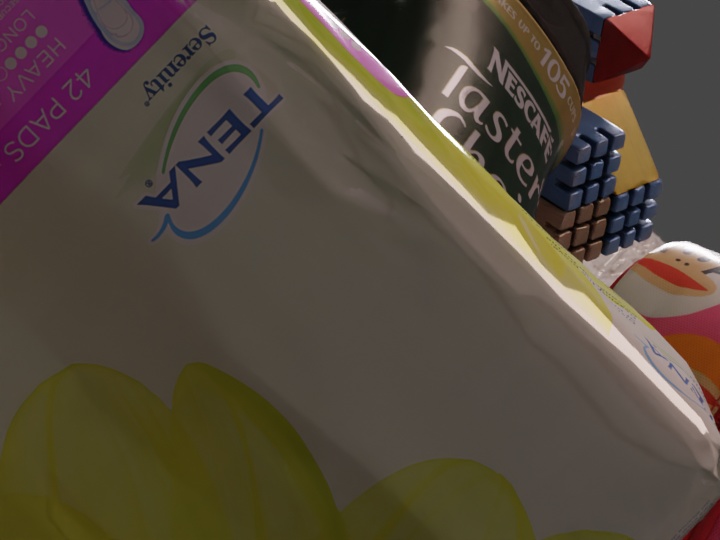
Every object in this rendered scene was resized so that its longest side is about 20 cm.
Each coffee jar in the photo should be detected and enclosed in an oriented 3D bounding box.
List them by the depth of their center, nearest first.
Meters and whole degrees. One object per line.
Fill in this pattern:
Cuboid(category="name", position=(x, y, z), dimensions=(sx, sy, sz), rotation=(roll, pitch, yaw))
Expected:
Cuboid(category="coffee jar", position=(0.002, -0.015, 0.645), dimensions=(0.104, 0.085, 0.201), rotation=(46, 44, -33))

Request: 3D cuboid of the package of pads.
Cuboid(category="package of pads", position=(-0.037, 0.021, 0.503), dimensions=(0.200, 0.155, 0.068), rotation=(45, 2, 1))

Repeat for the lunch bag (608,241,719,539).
Cuboid(category="lunch bag", position=(0.115, 0.080, 0.672), dimensions=(0.082, 0.177, 0.200), rotation=(25, -5, 39))

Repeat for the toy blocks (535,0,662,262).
Cuboid(category="toy blocks", position=(0.052, -0.053, 0.865), dimensions=(0.100, 0.201, 0.137), rotation=(-20, 41, -38))
